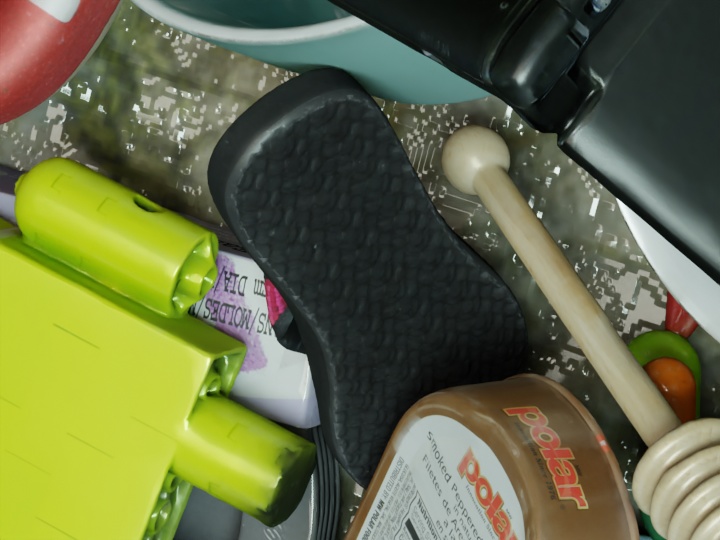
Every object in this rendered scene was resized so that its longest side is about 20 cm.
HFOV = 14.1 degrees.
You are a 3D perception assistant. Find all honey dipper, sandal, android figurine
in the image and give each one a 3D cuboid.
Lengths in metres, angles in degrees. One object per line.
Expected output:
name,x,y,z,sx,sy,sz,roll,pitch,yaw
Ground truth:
honey dipper,0.073,0.022,0.883,0.038,0.038,0.200,-51,44,18
sandal,0.000,0.000,0.906,0.075,0.200,0.045,-37,50,-9
android figurine,-0.115,0.054,0.966,0.199,0.041,0.183,25,103,19

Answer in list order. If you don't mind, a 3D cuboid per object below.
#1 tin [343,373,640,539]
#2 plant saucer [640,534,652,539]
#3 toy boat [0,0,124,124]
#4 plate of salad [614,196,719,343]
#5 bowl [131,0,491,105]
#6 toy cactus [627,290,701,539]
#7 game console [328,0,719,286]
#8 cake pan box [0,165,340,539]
tin,0.030,0.119,0.907,0.112,0.042,0.201,60,145,33
plant saucer,0.130,0.127,0.931,0.199,0.019,0.070,11,98,23
toy boat,-0.136,-0.140,0.965,0.130,0.131,0.201,34,106,17
plate of salad,0.155,-0.062,0.828,0.048,0.199,0.202,-179,84,-66
bowl,0.022,-0.132,0.889,0.200,0.105,0.202,-15,57,25
toy cactus,0.133,0.093,0.877,0.200,0.102,0.165,37,89,31
game console,0.109,-0.105,0.765,0.200,0.116,0.176,-51,42,-5
cake pan box,-0.098,0.068,1.008,0.199,0.052,0.186,16,102,21
